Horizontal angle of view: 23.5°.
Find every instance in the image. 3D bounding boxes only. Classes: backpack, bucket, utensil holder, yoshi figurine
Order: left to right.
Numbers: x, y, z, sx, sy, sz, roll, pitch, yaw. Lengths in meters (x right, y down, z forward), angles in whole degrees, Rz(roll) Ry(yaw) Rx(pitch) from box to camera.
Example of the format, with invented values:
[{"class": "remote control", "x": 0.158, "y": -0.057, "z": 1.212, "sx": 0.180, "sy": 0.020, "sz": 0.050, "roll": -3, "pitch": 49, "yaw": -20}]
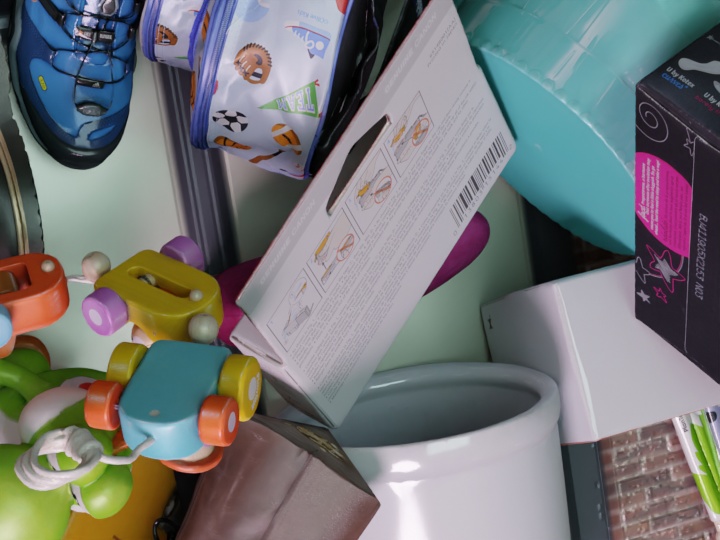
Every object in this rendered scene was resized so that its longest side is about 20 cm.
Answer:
[{"class": "yoshi figurine", "x": -0.181, "y": 0.097, "z": 0.905, "sx": 0.112, "sy": 0.200, "sz": 0.113, "roll": 22, "pitch": 88, "yaw": -22}, {"class": "backpack", "x": -0.041, "y": -0.150, "z": 0.946, "sx": 0.153, "sy": 0.200, "sz": 0.192, "roll": 10, "pitch": 83, "yaw": 4}, {"class": "utensil holder", "x": 0.046, "y": 0.173, "z": 1.020, "sx": 0.169, "sy": 0.170, "sz": 0.202, "roll": -14, "pitch": 102, "yaw": -19}, {"class": "bucket", "x": 0.145, "y": -0.118, "z": 1.015, "sx": 0.135, "sy": 0.207, "sz": 0.207, "roll": -46, "pitch": 108, "yaw": -12}]

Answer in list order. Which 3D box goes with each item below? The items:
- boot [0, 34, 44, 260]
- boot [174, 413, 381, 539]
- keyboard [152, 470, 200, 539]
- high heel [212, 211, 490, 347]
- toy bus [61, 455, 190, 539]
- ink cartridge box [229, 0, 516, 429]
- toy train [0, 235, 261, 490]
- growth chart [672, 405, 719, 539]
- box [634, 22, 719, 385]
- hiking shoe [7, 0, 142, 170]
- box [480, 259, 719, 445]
[{"class": "boot", "x": -0.251, "y": -0.056, "z": 0.941, "sx": 0.137, "sy": 0.077, "sz": 0.202, "roll": -14, "pitch": 89, "yaw": -13}, {"class": "boot", "x": -0.030, "y": 0.190, "z": 0.900, "sx": 0.185, "sy": 0.064, "sz": 0.201, "roll": 30, "pitch": 80, "yaw": -1}, {"class": "keyboard", "x": -0.056, "y": 0.196, "z": 0.962, "sx": 0.104, "sy": 0.039, "sz": 0.202, "roll": 5, "pitch": 64, "yaw": -49}, {"class": "high heel", "x": 0.000, "y": 0.000, "z": 1.022, "sx": 0.198, "sy": 0.096, "sz": 0.068, "roll": -10, "pitch": 98, "yaw": -20}, {"class": "toy bus", "x": -0.164, "y": 0.184, "z": 0.960, "sx": 0.065, "sy": 0.078, "sz": 0.201, "roll": 38, "pitch": 52, "yaw": -21}, {"class": "ink cartridge box", "x": 0.000, "y": -0.036, "z": 0.925, "sx": 0.201, "sy": 0.044, "sz": 0.176, "roll": -57, "pitch": 152, "yaw": -14}, {"class": "toy train", "x": -0.130, "y": 0.048, "z": 0.836, "sx": 0.149, "sy": 0.200, "sz": 0.056, "roll": -17, "pitch": 127, "yaw": -18}, {"class": "growth chart", "x": 0.291, "y": 0.074, "z": 1.184, "sx": 0.199, "sy": 0.018, "sz": 0.145, "roll": -33, "pitch": 105, "yaw": -16}, {"class": "box", "x": 0.228, "y": -0.028, "z": 0.907, "sx": 0.114, "sy": 0.132, "sz": 0.201, "roll": -37, "pitch": 146, "yaw": -18}, {"class": "hiking shoe", "x": -0.152, "y": -0.156, "z": 0.954, "sx": 0.074, "sy": 0.087, "sz": 0.202, "roll": 1, "pitch": 94, "yaw": -20}, {"class": "box", "x": 0.195, "y": 0.038, "z": 1.075, "sx": 0.198, "sy": 0.124, "sz": 0.098, "roll": -13, "pitch": 86, "yaw": -18}]
